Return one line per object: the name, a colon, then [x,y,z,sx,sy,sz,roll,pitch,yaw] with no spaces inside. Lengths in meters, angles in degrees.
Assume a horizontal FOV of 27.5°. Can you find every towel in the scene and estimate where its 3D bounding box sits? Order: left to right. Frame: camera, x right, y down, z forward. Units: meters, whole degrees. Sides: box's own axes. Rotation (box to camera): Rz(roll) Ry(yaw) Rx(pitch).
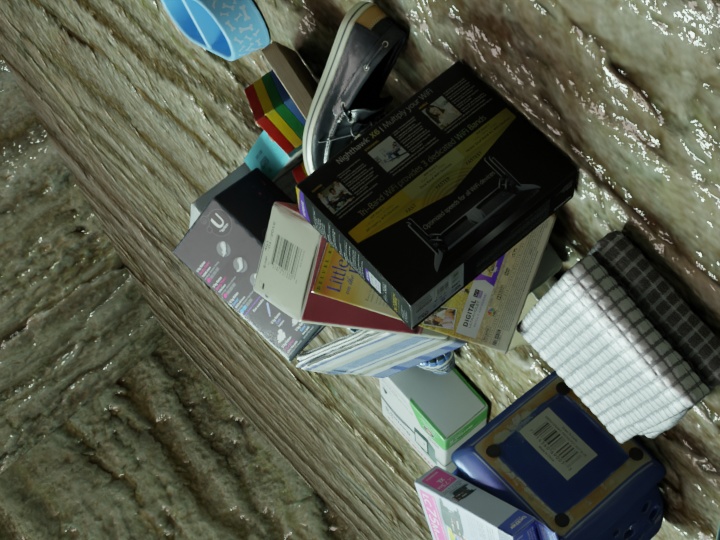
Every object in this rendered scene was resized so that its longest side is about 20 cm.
towel: [0.030,0.097,1.821,0.199,0.146,0.024,12,-121,-57]
towel: [0.242,0.064,1.333,0.166,0.085,0.200,48,164,8]

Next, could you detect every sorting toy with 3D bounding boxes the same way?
sorting toy: [-0.054,-0.143,1.614,0.201,0.069,0.199,57,-174,-2]

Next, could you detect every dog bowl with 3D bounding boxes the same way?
dog bowl: [-0.185,-0.317,1.792,0.200,0.049,0.112,33,156,51]

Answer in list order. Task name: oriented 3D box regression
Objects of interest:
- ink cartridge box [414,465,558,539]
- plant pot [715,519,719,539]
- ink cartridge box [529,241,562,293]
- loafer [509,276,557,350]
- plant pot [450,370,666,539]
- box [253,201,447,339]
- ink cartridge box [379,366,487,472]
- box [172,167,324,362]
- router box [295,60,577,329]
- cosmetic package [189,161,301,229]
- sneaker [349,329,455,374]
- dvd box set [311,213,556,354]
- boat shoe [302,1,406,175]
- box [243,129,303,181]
ink cartridge box: [0.144,0.293,1.561,0.199,0.042,0.120,19,135,50]
plant pot: [0.384,0.222,1.120,0.134,0.202,0.200,16,178,-21]
ink cartridge box: [0.095,-0.062,1.473,0.201,0.083,0.146,55,166,-12]
loafer: [0.169,0.049,1.544,0.076,0.068,0.200,52,166,-3]
plant pot: [0.214,0.241,1.635,0.200,0.199,0.180,44,157,26]
box: [0.000,0.000,1.661,0.199,0.110,0.128,8,-168,-32]
ink cartridge box: [0.102,0.196,2.082,0.146,0.084,0.200,47,166,20]
box: [-0.107,-0.009,1.801,0.200,0.122,0.106,42,121,2]
router box: [0.067,-0.070,1.302,0.157,0.200,0.052,46,164,22]
cosmetic package: [-0.105,-0.044,1.973,0.200,0.167,0.166,50,166,4]
sneaker: [0.047,0.085,1.985,0.199,0.077,0.085,34,169,32]
dvd box set: [0.068,-0.018,1.389,0.198,0.147,0.029,17,-161,-1]
boat shoe: [-0.006,-0.164,1.441,0.062,0.075,0.201,31,124,15]
box: [-0.086,-0.159,1.806,0.049,0.082,0.200,53,165,-2]
